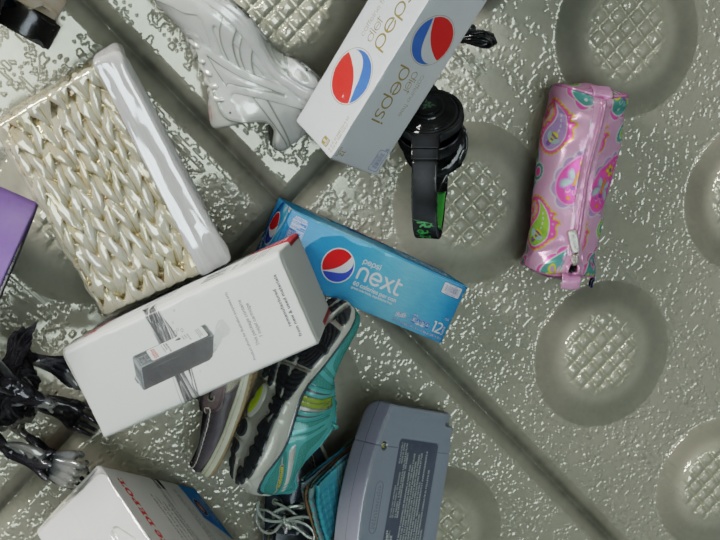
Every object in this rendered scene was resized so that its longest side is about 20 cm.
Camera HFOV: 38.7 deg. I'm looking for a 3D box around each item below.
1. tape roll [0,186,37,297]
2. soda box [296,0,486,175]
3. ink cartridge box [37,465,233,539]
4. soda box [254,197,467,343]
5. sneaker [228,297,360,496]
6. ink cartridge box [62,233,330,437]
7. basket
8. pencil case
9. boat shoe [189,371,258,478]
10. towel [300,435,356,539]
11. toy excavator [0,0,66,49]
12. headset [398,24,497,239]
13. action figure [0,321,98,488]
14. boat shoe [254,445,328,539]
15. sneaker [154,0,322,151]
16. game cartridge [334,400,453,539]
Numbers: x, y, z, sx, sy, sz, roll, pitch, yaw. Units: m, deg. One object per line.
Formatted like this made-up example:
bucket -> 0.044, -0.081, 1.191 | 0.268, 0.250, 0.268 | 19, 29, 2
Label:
tape roll -> -0.342, 0.020, 0.841 | 0.084, 0.200, 0.203 | 23, 96, -17
soda box -> 0.029, -0.189, 0.897 | 0.063, 0.068, 0.201 | 15, 115, -46
ink cartridge box -> -0.179, 0.268, 0.929 | 0.084, 0.200, 0.146 | -44, 66, 0
soda box -> 0.000, 0.000, 1.006 | 0.198, 0.068, 0.065 | 24, 96, -20
sneaker -> -0.054, 0.120, 0.971 | 0.079, 0.077, 0.202 | 25, 95, -36
ink cartridge box -> -0.134, 0.051, 0.882 | 0.197, 0.144, 0.085 | -23, 96, 6
basket -> -0.214, -0.078, 0.891 | 0.122, 0.136, 0.202 | -29, 109, -5
pencil case -> 0.216, -0.087, 1.038 | 0.086, 0.087, 0.204 | 5, 101, -17
boat shoe -> -0.134, 0.100, 0.995 | 0.064, 0.072, 0.203 | 19, 100, -8
towel -> 0.010, 0.270, 1.060 | 0.146, 0.021, 0.203 | -31, 115, -45
toy excavator -> -0.344, -0.283, 0.828 | 0.101, 0.198, 0.194 | -61, 154, 4
headset -> 0.081, -0.131, 0.970 | 0.092, 0.124, 0.204 | 1, 80, 9
action figure -> -0.270, 0.123, 0.890 | 0.100, 0.201, 0.121 | 12, 68, 5
boat shoe -> -0.070, 0.259, 1.046 | 0.074, 0.062, 0.204 | 8, 105, 10
sneaker -> -0.118, -0.181, 0.926 | 0.199, 0.078, 0.100 | 38, 95, -20
game cartridge -> 0.032, 0.237, 1.038 | 0.132, 0.041, 0.204 | 17, 81, -43
